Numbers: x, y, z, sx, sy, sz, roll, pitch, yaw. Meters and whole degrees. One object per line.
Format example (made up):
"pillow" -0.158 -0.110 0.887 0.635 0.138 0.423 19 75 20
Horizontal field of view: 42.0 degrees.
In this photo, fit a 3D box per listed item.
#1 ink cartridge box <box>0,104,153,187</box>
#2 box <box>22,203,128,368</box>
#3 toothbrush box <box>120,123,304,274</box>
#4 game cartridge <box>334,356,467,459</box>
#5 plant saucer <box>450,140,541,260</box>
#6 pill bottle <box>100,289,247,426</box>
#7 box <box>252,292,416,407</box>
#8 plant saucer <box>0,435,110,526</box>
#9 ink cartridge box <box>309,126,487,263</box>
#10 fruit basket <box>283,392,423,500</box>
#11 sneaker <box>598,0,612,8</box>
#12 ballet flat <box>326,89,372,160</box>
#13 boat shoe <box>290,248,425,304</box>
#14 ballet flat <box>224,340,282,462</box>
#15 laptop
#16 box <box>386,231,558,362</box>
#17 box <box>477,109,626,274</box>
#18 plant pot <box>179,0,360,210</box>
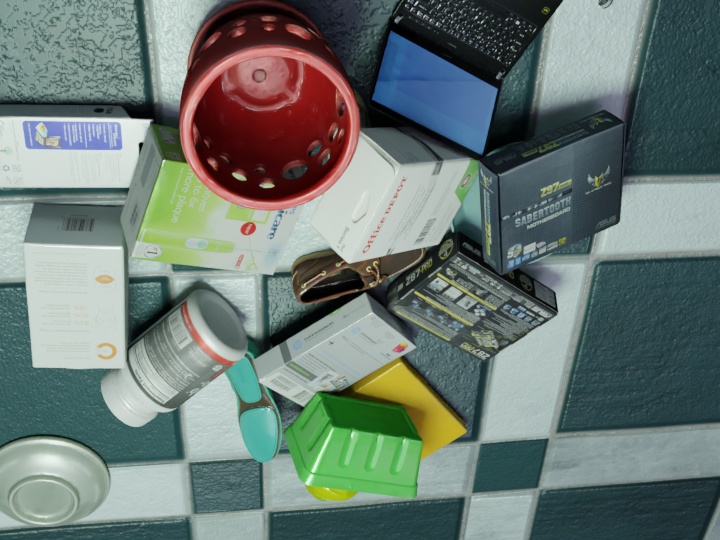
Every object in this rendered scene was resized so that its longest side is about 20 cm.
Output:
"ink cartridge box" -0.352 -0.153 1.160 0.197 0.039 0.100 1 126 -8
"box" -0.372 0.023 1.245 0.122 0.098 0.202 2 124 -11
"toothbrush box" -0.184 -0.085 1.183 0.198 0.086 0.147 7 125 -33
"game cartridge" 0.049 0.241 1.517 0.175 0.033 0.200 -33 121 14
"plant saucer" 0.216 -0.097 1.297 0.197 0.036 0.202 -5 126 -7
"pill bottle" -0.265 0.127 1.326 0.199 0.116 0.116 -37 123 17
"box" -0.036 0.122 1.375 0.199 0.042 0.156 -31 147 14
"plant saucer" -0.500 0.350 1.487 0.197 0.050 0.202 -4 126 -6
"ink cartridge box" 0.049 -0.100 1.174 0.199 0.084 0.147 -11 137 -51
"fruit basket" -0.023 0.300 1.444 0.213 0.156 0.218 -8 119 -15
"sneaker" 0.332 -0.382 1.064 0.075 0.114 0.200 32 115 -28
"ballet flat" -0.015 -0.138 1.206 0.068 0.072 0.202 -5 126 -2
"boat shoe" 0.000 0.000 1.310 0.197 0.071 0.071 -19 125 3
"ballet flat" -0.156 0.190 1.412 0.066 0.071 0.202 -8 115 10
"laptop" 0.127 -0.264 1.119 0.176 0.104 0.201 22 126 -24
"box" 0.161 0.044 1.357 0.199 0.050 0.161 28 131 -25
"box" 0.249 -0.101 1.217 0.198 0.051 0.159 -22 129 -17
"plant pot" -0.107 -0.198 1.079 0.197 0.183 0.203 -4 126 -6
